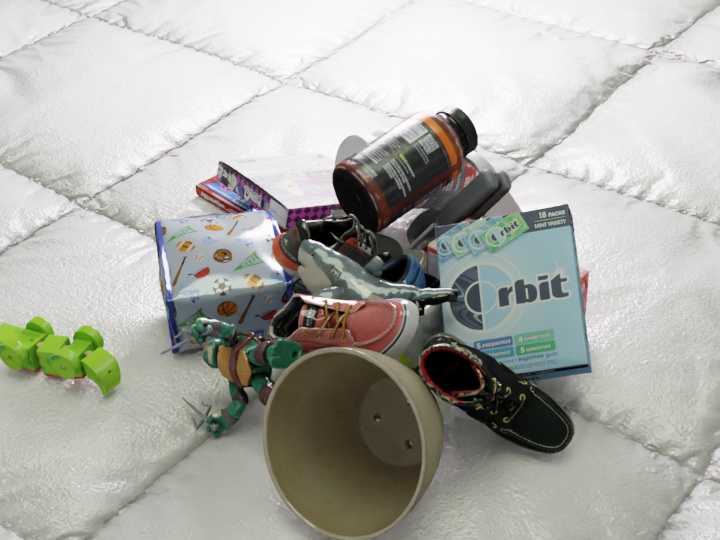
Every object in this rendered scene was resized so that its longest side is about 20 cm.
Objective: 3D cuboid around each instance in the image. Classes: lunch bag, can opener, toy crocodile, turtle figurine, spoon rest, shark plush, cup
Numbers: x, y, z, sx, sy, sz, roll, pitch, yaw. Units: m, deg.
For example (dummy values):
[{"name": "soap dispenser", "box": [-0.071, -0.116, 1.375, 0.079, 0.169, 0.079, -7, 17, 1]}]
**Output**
[{"name": "lunch bag", "box": [-0.181, 0.001, 1.708, 0.167, 0.125, 0.202, -7, 44, -12]}, {"name": "can opener", "box": [0.124, -0.084, 1.775, 0.053, 0.200, 0.068, 1, 57, -39]}, {"name": "toy crocodile", "box": [-0.385, 0.105, 1.624, 0.197, 0.063, 0.068, 9, 35, 23]}, {"name": "turtle figurine", "box": [-0.144, 0.112, 1.503, 0.198, 0.152, 0.100, 8, 35, 45]}, {"name": "spoon rest", "box": [0.183, -0.085, 1.805, 0.099, 0.061, 0.202, -24, 78, -42]}, {"name": "shark plush", "box": [0.014, 0.015, 1.546, 0.197, 0.085, 0.091, 6, -9, 26]}, {"name": "cup", "box": [0.013, 0.176, 1.414, 0.198, 0.204, 0.143, 19, 13, 27]}]

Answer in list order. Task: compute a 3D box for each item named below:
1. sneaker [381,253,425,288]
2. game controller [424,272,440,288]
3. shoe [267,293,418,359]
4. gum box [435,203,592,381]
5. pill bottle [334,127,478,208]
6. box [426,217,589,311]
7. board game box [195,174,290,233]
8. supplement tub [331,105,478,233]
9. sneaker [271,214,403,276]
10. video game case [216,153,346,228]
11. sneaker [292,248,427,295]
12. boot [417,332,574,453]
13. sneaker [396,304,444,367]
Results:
[{"name": "sneaker", "box": [-0.008, 0.046, 1.638, 0.198, 0.079, 0.066, -33, 49, -7]}, {"name": "game controller", "box": [0.107, 0.074, 1.643, 0.199, 0.042, 0.105, 29, 79, 36]}, {"name": "shoe", "box": [-0.024, 0.065, 1.474, 0.090, 0.199, 0.073, 22, 67, -30]}, {"name": "gum box", "box": [0.182, 0.033, 1.566, 0.167, 0.045, 0.203, -10, 69, 15]}, {"name": "pill bottle", "box": [0.067, -0.146, 1.876, 0.198, 0.118, 0.116, -4, 29, -39]}, {"name": "box", "box": [0.187, 0.024, 1.681, 0.198, 0.104, 0.094, 25, 42, 35]}, {"name": "board game box", "box": [-0.147, -0.104, 1.951, 0.102, 0.020, 0.199, -28, 43, -35]}, {"name": "supplement tub", "box": [0.065, -0.142, 1.743, 0.199, 0.108, 0.107, -34, 45, -23]}, {"name": "sneaker", "box": [-0.013, -0.030, 1.650, 0.198, 0.082, 0.078, 0, 57, -39]}, {"name": "video game case", "box": [-0.083, -0.121, 1.914, 0.198, 0.036, 0.181, -8, 31, -41]}, {"name": "sneaker", "box": [0.000, 0.000, 1.738, 0.197, 0.083, 0.078, -11, 35, -16]}, {"name": "boot", "box": [0.147, 0.143, 1.441, 0.202, 0.074, 0.154, 34, 3, 7]}, {"name": "sneaker", "box": [0.016, 0.093, 1.590, 0.104, 0.076, 0.200, 21, 52, 39]}]
